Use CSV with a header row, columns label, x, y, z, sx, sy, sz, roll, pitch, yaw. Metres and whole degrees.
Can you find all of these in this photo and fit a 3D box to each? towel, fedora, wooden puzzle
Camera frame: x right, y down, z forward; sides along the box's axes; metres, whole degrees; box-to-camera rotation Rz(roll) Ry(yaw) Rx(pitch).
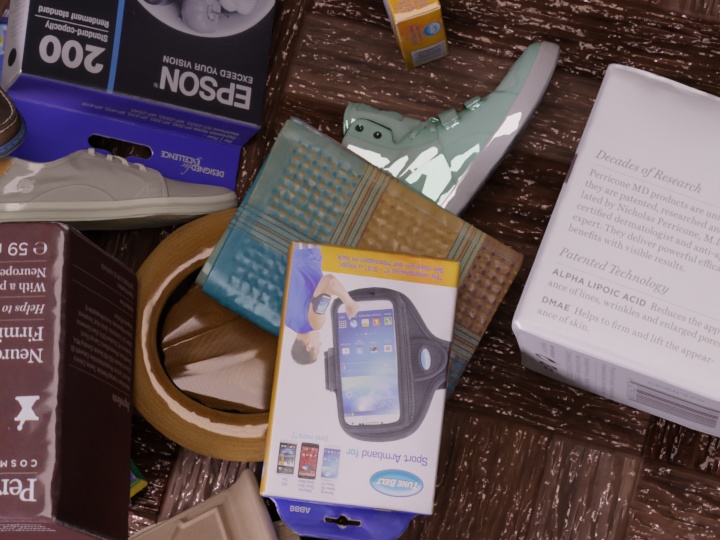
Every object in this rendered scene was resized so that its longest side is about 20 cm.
label,x,y,z,sx,sy,sz,roll,pitch,yaw
towel,0.000,0.000,1.674,0.200,0.022,0.147,30,75,-1
fedora,-0.078,0.052,1.710,0.200,0.082,0.201,1,76,-3
wooden puzzle,-0.136,0.241,1.622,0.200,0.185,0.046,-32,117,2

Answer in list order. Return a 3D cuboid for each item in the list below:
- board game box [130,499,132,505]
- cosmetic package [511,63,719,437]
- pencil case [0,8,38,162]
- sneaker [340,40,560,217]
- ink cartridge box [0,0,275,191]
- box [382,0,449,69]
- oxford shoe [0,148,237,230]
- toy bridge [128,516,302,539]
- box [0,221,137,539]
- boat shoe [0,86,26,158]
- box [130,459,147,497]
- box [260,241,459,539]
label,x,y,z,sx,sy,sz,roll,pitch,yaw
board game box,-0.267,0.109,1.740,0.126,0.035,0.200,-26,77,0
cosmetic package,0.218,-0.010,1.650,0.165,0.165,0.201,19,80,10
pencil case,-0.265,-0.089,1.741,0.087,0.078,0.201,-8,62,39
sneaker,0.055,-0.112,1.731,0.118,0.074,0.201,38,87,5
ink cartridge box,-0.164,-0.164,1.736,0.198,0.043,0.201,11,78,-26
box,0.017,-0.261,1.745,0.041,0.119,0.201,-17,78,2
oxford shoe,-0.180,-0.059,1.697,0.199,0.075,0.058,0,80,-28
toy bridge,-0.140,0.218,1.709,0.199,0.027,0.067,-20,75,1
box,-0.254,0.082,1.592,0.165,0.164,0.201,-2,77,11
boat shoe,-0.320,-0.149,1.654,0.200,0.072,0.072,32,56,17
box,-0.268,0.166,1.688,0.200,0.048,0.117,-38,77,0
box,-0.001,0.086,1.619,0.119,0.041,0.201,7,82,-4
